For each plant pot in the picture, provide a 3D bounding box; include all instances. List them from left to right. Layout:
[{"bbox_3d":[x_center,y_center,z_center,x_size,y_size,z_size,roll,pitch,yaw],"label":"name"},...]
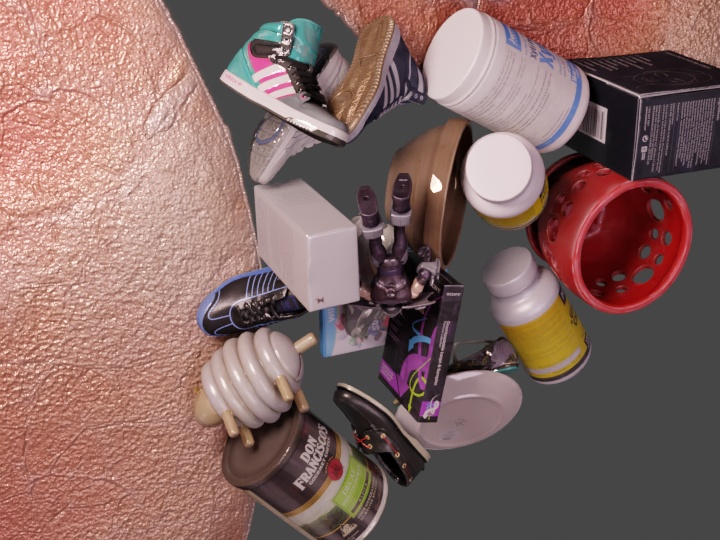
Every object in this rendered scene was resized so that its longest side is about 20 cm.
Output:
[{"bbox_3d":[0.088,-0.108,1.555,0.091,0.201,0.204,10,111,13],"label":"plant pot"},{"bbox_3d":[0.343,-0.062,1.663,0.198,0.182,0.203,-9,114,-22],"label":"plant pot"}]

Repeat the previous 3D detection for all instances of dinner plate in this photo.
[{"bbox_3d":[0.148,0.217,1.724,0.197,0.024,0.202,-7,141,-6],"label":"dinner plate"}]

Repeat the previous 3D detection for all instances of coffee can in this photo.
[{"bbox_3d":[-0.076,0.285,1.630,0.147,0.146,0.200,-47,122,0],"label":"coffee can"}]

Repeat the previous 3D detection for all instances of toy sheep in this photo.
[{"bbox_3d":[-0.139,0.146,1.550,0.198,0.138,0.139,-30,121,5],"label":"toy sheep"}]

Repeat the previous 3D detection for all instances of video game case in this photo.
[{"bbox_3d":[0.034,0.039,1.656,0.197,0.018,0.145,-10,115,-21],"label":"video game case"}]

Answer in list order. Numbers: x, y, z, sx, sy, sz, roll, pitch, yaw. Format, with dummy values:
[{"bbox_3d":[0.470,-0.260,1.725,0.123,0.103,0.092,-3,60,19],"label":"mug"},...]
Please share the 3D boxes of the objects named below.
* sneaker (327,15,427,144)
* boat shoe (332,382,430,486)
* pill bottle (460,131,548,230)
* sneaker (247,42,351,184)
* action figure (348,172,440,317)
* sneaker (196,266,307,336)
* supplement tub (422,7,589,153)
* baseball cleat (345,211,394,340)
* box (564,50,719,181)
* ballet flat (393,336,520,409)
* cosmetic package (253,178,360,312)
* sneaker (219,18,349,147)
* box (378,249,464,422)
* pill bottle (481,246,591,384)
[{"bbox_3d":[0.024,-0.216,1.476,0.109,0.069,0.202,52,48,-42],"label":"sneaker"},{"bbox_3d":[0.025,0.240,1.692,0.202,0.073,0.063,49,68,-29],"label":"boat shoe"},{"bbox_3d":[0.192,-0.120,1.543,0.111,0.200,0.114,-1,85,11],"label":"pill bottle"},{"bbox_3d":[-0.069,-0.190,1.487,0.087,0.074,0.201,35,94,-36],"label":"sneaker"},{"bbox_3d":[0.038,-0.017,1.455,0.128,0.070,0.202,-9,129,-6],"label":"action figure"},{"bbox_3d":[-0.123,0.038,1.541,0.198,0.078,0.071,-27,116,-6],"label":"sneaker"},{"bbox_3d":[0.196,-0.250,1.549,0.198,0.132,0.133,21,101,-31],"label":"supplement tub"},{"bbox_3d":[0.000,0.000,1.580,0.069,0.106,0.202,-33,153,-44],"label":"baseball cleat"},{"bbox_3d":[0.407,-0.222,1.619,0.194,0.200,0.126,-10,116,-20],"label":"box"},{"bbox_3d":[0.135,0.145,1.716,0.198,0.072,0.073,-20,120,8],"label":"ballet flat"},{"bbox_3d":[-0.070,-0.037,1.470,0.070,0.200,0.103,-11,116,-20],"label":"cosmetic package"},{"bbox_3d":[-0.071,-0.238,1.404,0.122,0.199,0.083,-60,153,5],"label":"sneaker"},{"bbox_3d":[0.081,0.088,1.605,0.036,0.143,0.203,3,108,-24],"label":"box"},{"bbox_3d":[0.257,0.065,1.716,0.112,0.112,0.201,-38,122,-6],"label":"pill bottle"}]
